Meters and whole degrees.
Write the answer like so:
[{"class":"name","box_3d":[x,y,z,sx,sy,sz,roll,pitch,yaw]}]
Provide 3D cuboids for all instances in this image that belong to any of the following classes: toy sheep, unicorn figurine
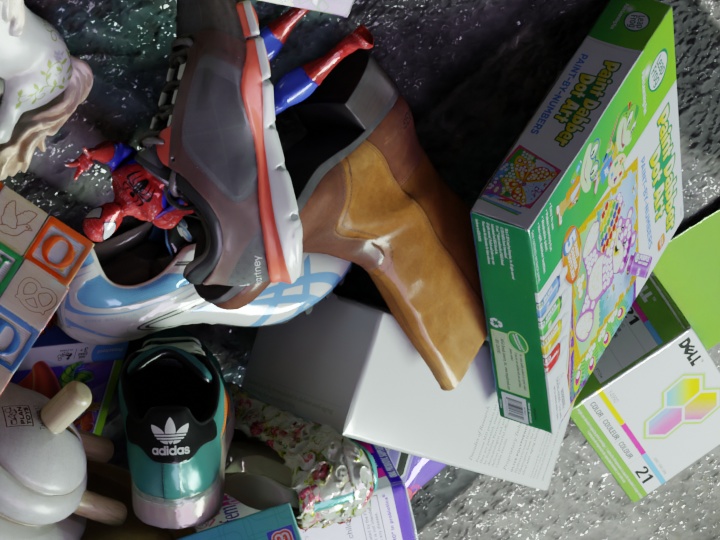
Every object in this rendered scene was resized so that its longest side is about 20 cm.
[{"class":"toy sheep","box_3d":[-0.215,0.128,1.645,0.137,0.138,0.200,16,125,-43]},{"class":"unicorn figurine","box_3d":[-0.204,-0.125,1.511,0.137,0.074,0.200,-35,159,6]}]

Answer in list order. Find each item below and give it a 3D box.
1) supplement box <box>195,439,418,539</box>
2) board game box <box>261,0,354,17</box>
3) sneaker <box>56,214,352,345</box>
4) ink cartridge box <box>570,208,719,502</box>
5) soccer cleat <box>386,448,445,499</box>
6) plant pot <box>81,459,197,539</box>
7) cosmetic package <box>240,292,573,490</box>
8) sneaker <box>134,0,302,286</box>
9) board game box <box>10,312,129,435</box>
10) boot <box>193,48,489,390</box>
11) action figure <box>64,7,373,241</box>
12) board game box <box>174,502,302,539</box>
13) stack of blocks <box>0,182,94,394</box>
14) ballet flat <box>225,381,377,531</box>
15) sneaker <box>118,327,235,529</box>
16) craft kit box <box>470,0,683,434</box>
[{"class":"supplement box","box_3d":[-0.064,0.190,1.851,0.199,0.101,0.104,-15,107,-6]},{"class":"board game box","box_3d":[-0.108,-0.180,1.467,0.199,0.120,0.032,7,121,-39]},{"class":"sneaker","box_3d":[-0.089,-0.005,1.708,0.199,0.072,0.073,-12,130,-28]},{"class":"ink cartridge box","box_3d":[0.232,0.049,1.971,0.199,0.076,0.148,-34,141,4]},{"class":"soccer cleat","box_3d":[-0.009,0.174,1.945,0.199,0.073,0.068,-33,141,2]},{"class":"plant pot","box_3d":[-0.190,0.201,1.761,0.199,0.028,0.201,-3,112,-8]},{"class":"cosmetic package","box_3d":[0.034,0.073,1.825,0.199,0.107,0.085,17,90,-43]},{"class":"sneaker","box_3d":[-0.086,-0.086,1.549,0.081,0.201,0.077,-12,177,-3]},{"class":"board game box","box_3d":[-0.250,0.084,1.712,0.199,0.045,0.135,-6,135,-29]},{"class":"boot","box_3d":[0.000,0.000,1.691,0.200,0.068,0.189,54,50,-35]},{"class":"action figure","box_3d":[-0.089,-0.081,1.610,0.200,0.065,0.099,-41,179,13]},{"class":"board game box","box_3d":[-0.125,0.201,1.681,0.199,0.045,0.152,-18,164,-4]},{"class":"stack of blocks","box_3d":[-0.255,-0.015,1.490,0.116,0.199,0.059,-60,-173,-25]},{"class":"ballet flat","box_3d":[-0.070,0.115,1.756,0.064,0.199,0.076,-25,111,-33]},{"class":"sneaker","box_3d":[-0.109,0.071,1.694,0.071,0.200,0.080,-3,115,-5]},{"class":"craft kit box","box_3d":[0.138,-0.035,1.765,0.198,0.048,0.201,-59,154,-32]}]
